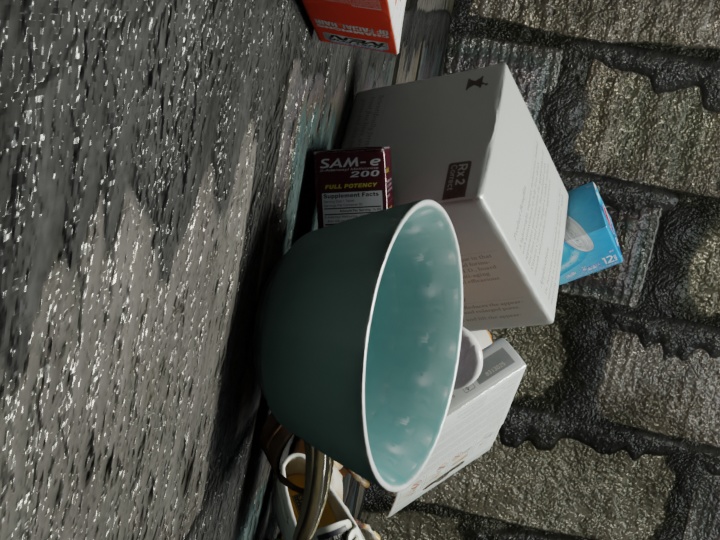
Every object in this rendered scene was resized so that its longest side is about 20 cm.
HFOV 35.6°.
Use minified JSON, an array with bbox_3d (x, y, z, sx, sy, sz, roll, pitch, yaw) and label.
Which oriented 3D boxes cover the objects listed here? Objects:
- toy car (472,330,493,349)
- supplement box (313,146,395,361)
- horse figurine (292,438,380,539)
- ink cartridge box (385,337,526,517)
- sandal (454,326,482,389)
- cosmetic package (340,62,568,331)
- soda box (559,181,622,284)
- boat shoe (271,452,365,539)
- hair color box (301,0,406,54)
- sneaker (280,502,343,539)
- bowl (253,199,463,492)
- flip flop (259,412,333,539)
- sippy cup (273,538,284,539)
[{"bbox_3d":[0.086,0.111,1.277,0.185,0.198,0.178,120,-29,-50],"label":"toy car"},{"bbox_3d":[0.000,0.000,0.927,0.109,0.060,0.203,-55,142,-83],"label":"supplement box"},{"bbox_3d":[-0.029,0.223,1.142,0.133,0.050,0.201,46,24,-44],"label":"horse figurine"},{"bbox_3d":[0.091,0.174,1.220,0.161,0.050,0.201,-29,155,-24],"label":"ink cartridge box"},{"bbox_3d":[0.039,0.063,1.023,0.059,0.205,0.080,-8,108,-47],"label":"sandal"},{"bbox_3d":[0.089,-0.062,1.085,0.200,0.163,0.166,54,39,-43],"label":"cosmetic package"},{"bbox_3d":[0.169,-0.017,1.188,0.064,0.198,0.068,52,24,-43],"label":"soda box"},{"bbox_3d":[-0.025,0.248,0.983,0.070,0.070,0.201,97,-27,-49],"label":"boat shoe"},{"bbox_3d":[0.000,-0.215,0.693,0.200,0.063,0.112,37,63,-83],"label":"hair color box"},{"bbox_3d":[-0.069,0.318,1.185,0.077,0.072,0.202,55,38,-53],"label":"sneaker"},{"bbox_3d":[-0.005,0.046,0.798,0.200,0.104,0.203,7,90,-67],"label":"bowl"},{"bbox_3d":[-0.054,0.116,0.896,0.081,0.057,0.203,-26,112,-85],"label":"flip flop"},{"bbox_3d":[-0.048,0.345,1.074,0.139,0.177,0.131,-14,-132,64],"label":"sippy cup"}]
